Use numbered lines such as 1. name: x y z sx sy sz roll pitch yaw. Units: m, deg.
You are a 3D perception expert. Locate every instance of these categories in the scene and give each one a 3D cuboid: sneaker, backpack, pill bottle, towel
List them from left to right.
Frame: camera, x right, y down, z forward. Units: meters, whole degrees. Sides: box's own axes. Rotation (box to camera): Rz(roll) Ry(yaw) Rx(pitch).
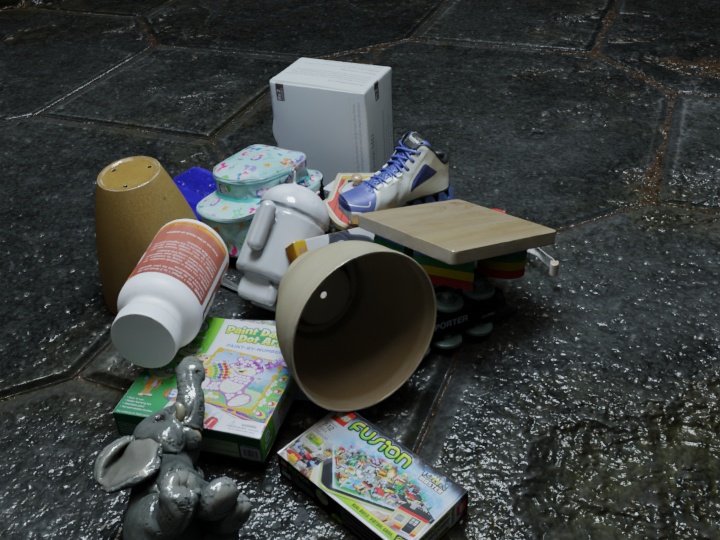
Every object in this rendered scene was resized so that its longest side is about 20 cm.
1. pill bottle: -0.249 0.029 1.032 0.110 0.114 0.201 2 34 8
2. towel: -0.325 -0.121 1.416 0.146 0.050 0.200 18 41 30
3. backpack: -0.169 -0.112 1.306 0.175 0.153 0.200 17 46 40
4. sneaker: 0.057 -0.147 1.194 0.196 0.117 0.081 -15 32 -24

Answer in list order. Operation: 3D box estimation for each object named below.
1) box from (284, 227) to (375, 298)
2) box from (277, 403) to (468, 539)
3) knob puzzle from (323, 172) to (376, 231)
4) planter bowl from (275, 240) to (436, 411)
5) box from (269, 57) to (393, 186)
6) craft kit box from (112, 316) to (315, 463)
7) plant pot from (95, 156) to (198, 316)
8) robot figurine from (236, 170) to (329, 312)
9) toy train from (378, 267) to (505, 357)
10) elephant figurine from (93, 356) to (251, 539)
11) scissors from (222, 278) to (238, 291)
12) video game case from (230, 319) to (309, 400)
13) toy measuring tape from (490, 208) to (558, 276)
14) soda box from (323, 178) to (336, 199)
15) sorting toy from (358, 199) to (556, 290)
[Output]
1. box: 0.000 0.000 1.137 0.197 0.121 0.041 -15 -7 -26
2. box: 0.010 0.235 0.881 0.198 0.035 0.109 27 45 37
3. knob puzzle: 0.032 -0.112 1.271 0.214 0.031 0.221 -3 36 2
4. planter bowl: -0.024 0.050 0.966 0.197 0.204 0.134 -21 30 -24
5. box: -0.049 -0.272 1.469 0.196 0.202 0.131 13 38 22
6. craft kit box: -0.177 0.141 1.000 0.196 0.049 0.198 6 33 15
7. plant pot: -0.320 -0.061 1.183 0.182 0.203 0.188 -4 37 3
8. robot figurine: -0.114 -0.042 1.175 0.111 0.170 0.204 15 77 22
9. toy train: 0.101 0.052 1.094 0.197 0.087 0.114 -17 32 -22
10. elephant figurine: -0.210 0.216 0.850 0.153 0.144 0.200 -10 39 -35
11. scissors: -0.255 0.005 1.263 0.072 0.014 0.200 -23 40 -26
12. video game case: -0.135 0.118 1.079 0.195 0.018 0.144 1 35 8
13. toy measuring tape: 0.226 -0.041 1.227 0.072 0.075 0.200 -16 36 -17
14. soda box: 0.031 -0.103 1.340 0.197 0.065 0.068 19 40 30
15. sorting toy: 0.129 -0.033 1.088 0.197 0.071 0.197 -11 23 -36
